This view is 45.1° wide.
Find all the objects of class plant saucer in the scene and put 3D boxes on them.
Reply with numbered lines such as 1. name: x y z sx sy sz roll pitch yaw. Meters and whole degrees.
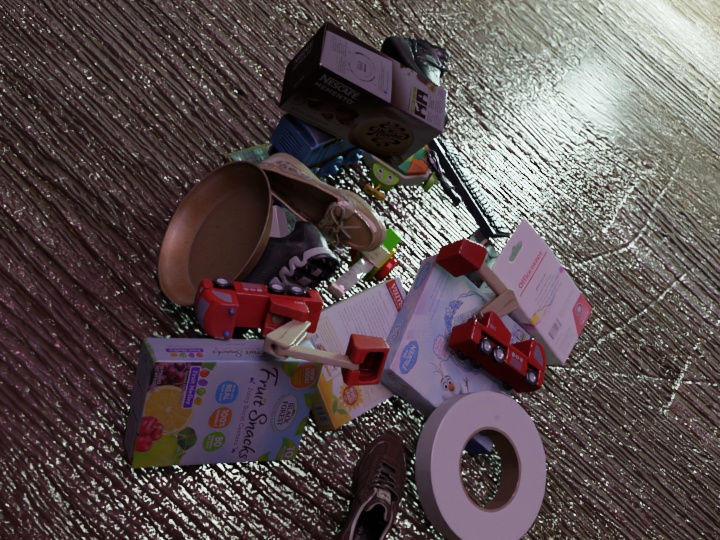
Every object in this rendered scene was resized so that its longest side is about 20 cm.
1. plant saucer: -0.175 -0.042 1.087 0.035 0.200 0.201 34 42 -43

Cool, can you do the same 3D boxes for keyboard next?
1. keyboard: 0.163 -0.136 1.382 0.127 0.021 0.200 -5 59 -53

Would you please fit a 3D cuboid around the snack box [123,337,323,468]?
1. snack box: -0.155 0.149 0.984 0.199 0.143 0.053 4 26 -29

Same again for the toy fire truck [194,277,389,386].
1. toy fire truck: -0.081 0.068 0.973 0.199 0.049 0.141 7 24 -21

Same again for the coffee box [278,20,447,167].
1. coffee box: 0.004 -0.235 1.180 0.200 0.113 0.080 24 57 -26

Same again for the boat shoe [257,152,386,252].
1. boat shoe: -0.058 -0.085 1.175 0.200 0.073 0.063 32 26 8

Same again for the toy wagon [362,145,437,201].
1. toy wagon: 0.059 -0.192 1.414 0.155 0.040 0.200 32 48 -8

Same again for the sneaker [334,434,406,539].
1. sneaker: 0.025 0.279 1.047 0.070 0.076 0.200 30 49 -10

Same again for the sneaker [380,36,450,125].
1. sneaker: 0.125 -0.334 1.525 0.114 0.076 0.200 -12 61 -29

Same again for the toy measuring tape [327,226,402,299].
1. toy measuring tape: 0.000 0.000 1.222 0.074 0.074 0.200 43 40 2

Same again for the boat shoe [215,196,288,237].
1. boat shoe: -0.136 0.009 1.152 0.092 0.075 0.201 -10 80 9

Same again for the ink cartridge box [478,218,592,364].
1. ink cartridge box: 0.252 0.033 1.297 0.200 0.067 0.117 51 57 -22

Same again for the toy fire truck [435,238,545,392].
1. toy fire truck: 0.180 0.063 1.180 0.200 0.049 0.141 34 57 -26

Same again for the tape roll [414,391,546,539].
1. tape roll: 0.159 0.257 1.125 0.202 0.037 0.204 9 74 -33

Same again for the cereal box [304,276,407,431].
1. cereal box: 0.001 0.106 1.147 0.200 0.039 0.144 -22 92 -42

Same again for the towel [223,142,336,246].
1. towel: -0.097 -0.110 1.277 0.143 0.023 0.200 -23 73 -38

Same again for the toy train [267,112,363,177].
1. toy train: -0.049 -0.196 1.273 0.200 0.114 0.087 -29 76 -40

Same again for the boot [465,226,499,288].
1. boot: 0.181 0.031 1.315 0.138 0.077 0.200 47 49 -1

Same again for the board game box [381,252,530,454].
1. board game box: 0.131 0.114 1.195 0.199 0.043 0.200 42 54 -21

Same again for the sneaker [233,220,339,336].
1. sneaker: -0.118 0.008 1.081 0.066 0.200 0.091 31 32 -51
